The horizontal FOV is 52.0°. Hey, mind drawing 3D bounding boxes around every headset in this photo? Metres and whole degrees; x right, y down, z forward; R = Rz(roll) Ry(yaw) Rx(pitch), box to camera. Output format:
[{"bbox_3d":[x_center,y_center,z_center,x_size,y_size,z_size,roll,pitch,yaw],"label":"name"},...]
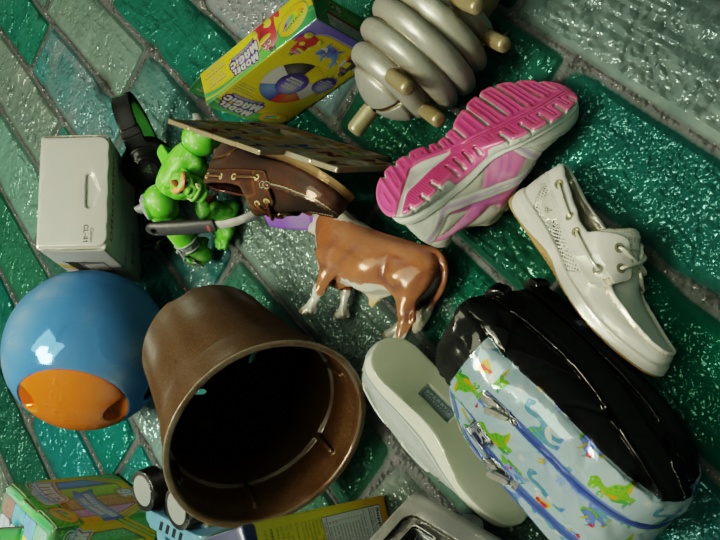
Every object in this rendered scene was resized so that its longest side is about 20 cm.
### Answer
[{"bbox_3d":[-0.283,-0.130,0.965,0.094,0.124,0.200,-24,94,-2],"label":"headset"}]

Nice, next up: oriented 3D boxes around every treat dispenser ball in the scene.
[{"bbox_3d":[-0.342,0.099,0.931,0.200,0.201,0.202,-6,80,37],"label":"treat dispenser ball"}]

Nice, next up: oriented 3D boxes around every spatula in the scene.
[{"bbox_3d":[-0.150,-0.058,0.842,0.199,0.057,0.021,-7,48,5],"label":"spatula"}]

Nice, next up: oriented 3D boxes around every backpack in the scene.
[{"bbox_3d":[0.162,0.117,0.573,0.200,0.163,0.154,34,113,29],"label":"backpack"}]

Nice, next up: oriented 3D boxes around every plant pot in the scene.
[{"bbox_3d":[-0.129,0.119,0.759,0.198,0.200,0.201,37,107,53],"label":"plant pot"}]

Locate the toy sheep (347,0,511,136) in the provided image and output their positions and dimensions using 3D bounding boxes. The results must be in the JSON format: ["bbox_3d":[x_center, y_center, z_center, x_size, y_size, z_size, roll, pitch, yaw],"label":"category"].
[{"bbox_3d":[0.058,-0.208,0.705,0.200,0.138,0.138,-45,58,6],"label":"toy sheep"}]

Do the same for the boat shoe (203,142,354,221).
[{"bbox_3d":[-0.090,-0.086,0.767,0.200,0.070,0.070,26,78,43],"label":"boat shoe"}]

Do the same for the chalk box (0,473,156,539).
[{"bbox_3d":[-0.375,0.342,0.922,0.124,0.200,0.125,19,96,38],"label":"chalk box"}]

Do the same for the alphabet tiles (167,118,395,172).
[{"bbox_3d":[-0.069,-0.130,0.763,0.200,0.167,0.008,22,110,32],"label":"alphabet tiles"}]

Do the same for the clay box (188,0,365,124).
[{"bbox_3d":[-0.088,-0.224,0.830,0.200,0.115,0.048,-28,68,33],"label":"clay box"}]

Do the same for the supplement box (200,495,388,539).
[{"bbox_3d":[-0.062,0.287,0.683,0.109,0.200,0.109,-28,67,32],"label":"supplement box"}]

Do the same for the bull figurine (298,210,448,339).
[{"bbox_3d":[0.000,0.000,0.763,0.200,0.065,0.122,21,101,40],"label":"bull figurine"}]

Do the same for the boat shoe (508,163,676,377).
[{"bbox_3d":[0.198,-0.009,0.603,0.069,0.071,0.200,-44,58,25],"label":"boat shoe"}]

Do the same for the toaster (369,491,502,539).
[{"bbox_3d":[0.067,0.295,0.574,0.181,0.200,0.119,21,134,38],"label":"toaster"}]

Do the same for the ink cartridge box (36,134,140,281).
[{"bbox_3d":[-0.345,-0.073,0.960,0.085,0.200,0.148,-2,78,-5],"label":"ink cartridge box"}]

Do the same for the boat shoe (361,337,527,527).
[{"bbox_3d":[0.075,0.151,0.681,0.201,0.070,0.072,49,152,14],"label":"boat shoe"}]

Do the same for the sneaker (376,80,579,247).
[{"bbox_3d":[0.114,-0.096,0.681,0.200,0.088,0.081,-33,46,7],"label":"sneaker"}]

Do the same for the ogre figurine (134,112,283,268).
[{"bbox_3d":[-0.185,-0.101,0.882,0.200,0.120,0.098,-40,42,32],"label":"ogre figurine"}]

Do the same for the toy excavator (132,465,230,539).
[{"bbox_3d":[-0.166,0.327,0.840,0.194,0.100,0.201,9,102,41],"label":"toy excavator"}]
